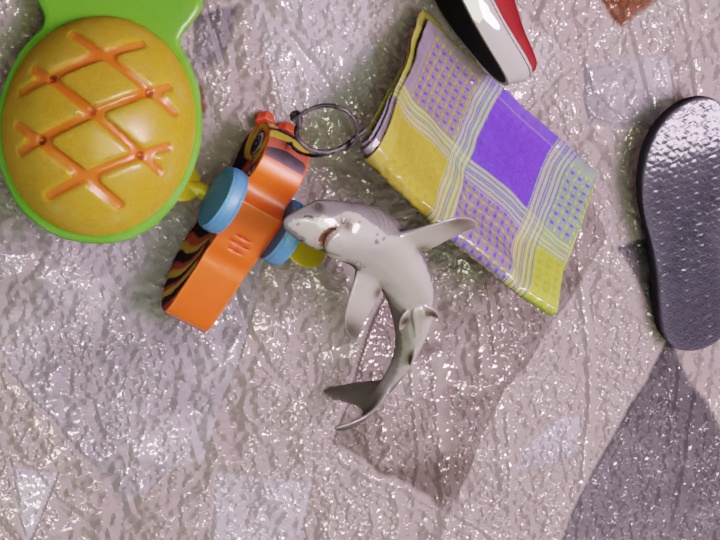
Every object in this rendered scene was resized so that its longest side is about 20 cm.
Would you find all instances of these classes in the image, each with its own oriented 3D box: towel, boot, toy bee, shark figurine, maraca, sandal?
[{"bbox_3d":[0.088,-0.075,1.564,0.200,0.023,0.144,42,49,-22],"label":"towel"},{"bbox_3d":[0.108,-0.243,1.545,0.144,0.072,0.201,-30,101,-12],"label":"boot"},{"bbox_3d":[-0.065,-0.054,1.529,0.199,0.109,0.131,-31,120,17],"label":"toy bee"},{"bbox_3d":[0.015,0.008,1.536,0.128,0.090,0.215,-21,134,-10],"label":"shark figurine"},{"bbox_3d":[-0.171,-0.118,1.466,0.136,0.107,0.201,8,84,-5],"label":"maraca"},{"bbox_3d":[0.241,-0.037,1.662,0.076,0.043,0.201,-6,114,-10],"label":"sandal"}]
